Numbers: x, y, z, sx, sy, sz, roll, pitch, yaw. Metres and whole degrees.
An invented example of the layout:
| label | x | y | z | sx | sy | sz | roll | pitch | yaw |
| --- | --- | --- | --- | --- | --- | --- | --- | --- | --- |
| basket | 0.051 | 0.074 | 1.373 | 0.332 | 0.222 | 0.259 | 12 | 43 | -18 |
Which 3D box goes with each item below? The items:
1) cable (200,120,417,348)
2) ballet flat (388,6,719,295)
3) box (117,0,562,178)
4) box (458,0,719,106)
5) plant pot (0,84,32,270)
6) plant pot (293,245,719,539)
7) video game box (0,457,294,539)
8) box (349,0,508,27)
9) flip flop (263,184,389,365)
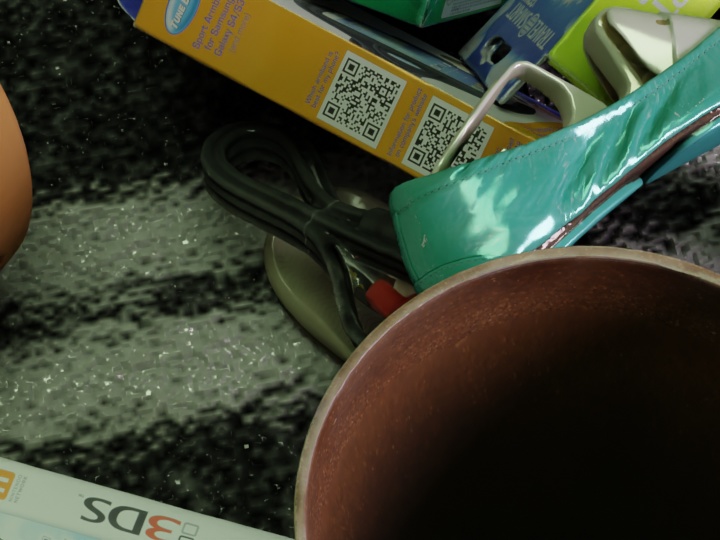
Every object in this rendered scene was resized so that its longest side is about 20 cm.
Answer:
| label | x | y | z | sx | sy | sz | roll | pitch | yaw |
| --- | --- | --- | --- | --- | --- | --- | --- | --- | --- |
| cable | 0.000 | 0.000 | 1.013 | 0.199 | 0.051 | 0.097 | 20 | 47 | 40 |
| ballet flat | 0.090 | -0.056 | 0.953 | 0.200 | 0.067 | 0.071 | -34 | 88 | -25 |
| box | 0.000 | -0.079 | 1.061 | 0.199 | 0.119 | 0.042 | 31 | 102 | 16 |
| box | 0.127 | -0.140 | 1.048 | 0.048 | 0.122 | 0.200 | 40 | 97 | -13 |
| plant pot | -0.222 | -0.031 | 1.008 | 0.200 | 0.201 | 0.140 | 38 | 51 | 21 |
| plant pot | 0.075 | 0.122 | 0.894 | 0.186 | 0.200 | 0.188 | -1 | 60 | 2 |
| video game box | -0.088 | 0.181 | 0.956 | 0.181 | 0.047 | 0.201 | 13 | 61 | 12 |
| box | -0.036 | -0.159 | 1.105 | 0.199 | 0.049 | 0.117 | 24 | 19 | 18 |
| flip flop | 0.042 | 0.027 | 1.032 | 0.200 | 0.058 | 0.081 | 39 | 68 | 21 |
